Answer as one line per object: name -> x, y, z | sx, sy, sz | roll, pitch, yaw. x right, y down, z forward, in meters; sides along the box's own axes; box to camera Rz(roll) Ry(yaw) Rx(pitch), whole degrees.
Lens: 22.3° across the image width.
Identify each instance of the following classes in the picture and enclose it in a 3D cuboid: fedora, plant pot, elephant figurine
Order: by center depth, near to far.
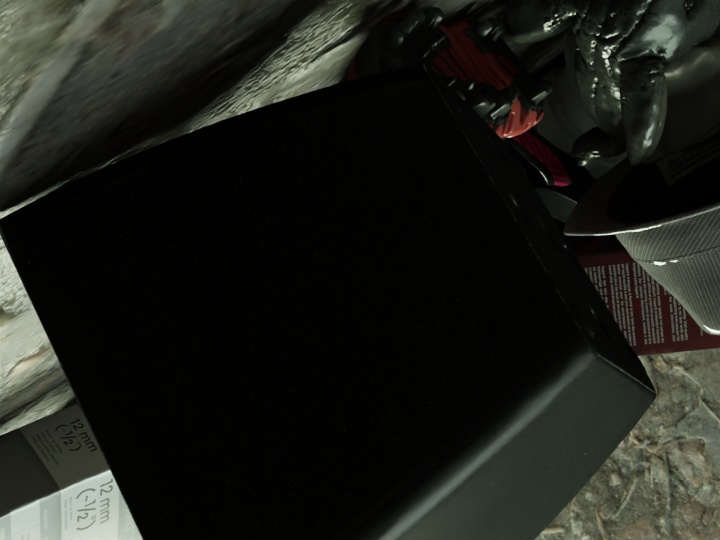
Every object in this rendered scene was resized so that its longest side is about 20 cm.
plant pot -> 0.004, 0.032, 0.746 | 0.177, 0.201, 0.200 | -34, 159, 11
elephant figurine -> 0.145, -0.129, 0.933 | 0.140, 0.157, 0.199 | 7, -176, 30
fedora -> 0.209, -0.026, 1.001 | 0.176, 0.091, 0.200 | -17, -164, 27

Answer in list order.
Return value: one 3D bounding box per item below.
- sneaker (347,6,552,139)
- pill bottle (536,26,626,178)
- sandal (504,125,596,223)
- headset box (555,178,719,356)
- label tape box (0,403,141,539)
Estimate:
sneaker -> 0.027, -0.073, 0.867 | 0.098, 0.071, 0.200 | -38, 175, 17
pill bottle -> 0.194, -0.139, 1.100 | 0.200, 0.105, 0.104 | -38, 173, 35
sandal -> 0.095, -0.071, 1.044 | 0.045, 0.076, 0.199 | -39, 147, 26
headset box -> 0.157, -0.006, 1.166 | 0.198, 0.076, 0.149 | -6, -157, 8
label tape box -> -0.174, 0.156, 1.224 | 0.199, 0.066, 0.144 | -20, 140, -28
